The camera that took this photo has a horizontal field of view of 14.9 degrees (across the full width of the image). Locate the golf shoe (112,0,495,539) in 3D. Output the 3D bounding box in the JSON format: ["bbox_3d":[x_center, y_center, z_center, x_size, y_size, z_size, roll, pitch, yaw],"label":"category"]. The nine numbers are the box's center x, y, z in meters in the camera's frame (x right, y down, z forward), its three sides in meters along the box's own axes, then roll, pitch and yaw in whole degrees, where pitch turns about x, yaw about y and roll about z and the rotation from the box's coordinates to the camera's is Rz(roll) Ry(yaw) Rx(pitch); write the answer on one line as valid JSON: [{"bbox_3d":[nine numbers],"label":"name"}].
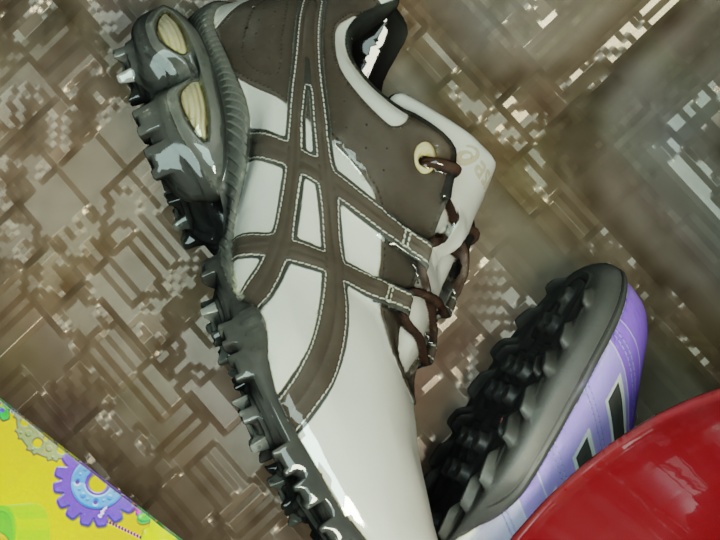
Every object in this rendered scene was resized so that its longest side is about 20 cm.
[{"bbox_3d":[0.000,0.000,0.764,0.094,0.078,0.201,-19,65,-2],"label":"golf shoe"}]

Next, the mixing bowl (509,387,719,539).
[{"bbox_3d":[0.113,0.138,0.681,0.200,0.108,0.201,-32,42,34],"label":"mixing bowl"}]

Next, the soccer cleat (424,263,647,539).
[{"bbox_3d":[0.046,0.098,0.775,0.073,0.068,0.201,24,86,-11],"label":"soccer cleat"}]

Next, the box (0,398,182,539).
[{"bbox_3d":[-0.145,0.125,0.750,0.200,0.122,0.193,37,77,12],"label":"box"}]
